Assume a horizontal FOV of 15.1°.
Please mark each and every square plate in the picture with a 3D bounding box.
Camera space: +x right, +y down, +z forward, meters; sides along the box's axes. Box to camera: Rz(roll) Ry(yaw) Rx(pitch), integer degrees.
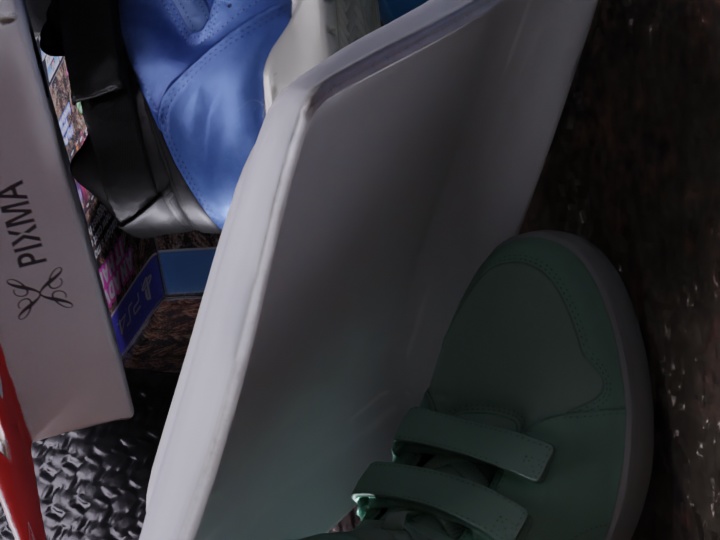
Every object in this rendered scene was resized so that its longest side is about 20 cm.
[{"bbox_3d":[0.000,0.000,0.785,0.028,0.198,0.201,28,122,16],"label":"square plate"}]

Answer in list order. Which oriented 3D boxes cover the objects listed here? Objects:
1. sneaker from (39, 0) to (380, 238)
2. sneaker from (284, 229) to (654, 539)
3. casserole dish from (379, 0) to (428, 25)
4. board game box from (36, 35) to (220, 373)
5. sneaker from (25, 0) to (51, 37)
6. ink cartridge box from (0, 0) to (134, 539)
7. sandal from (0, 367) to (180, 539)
[{"bbox_3d":[-0.051,-0.108,0.855,0.077,0.111,0.201,21,-116,-66],"label":"sneaker"},{"bbox_3d":[0.018,0.071,0.781,0.074,0.118,0.201,4,74,39],"label":"sneaker"},{"bbox_3d":[0.020,-0.163,0.897,0.200,0.039,0.121,-114,31,-41],"label":"casserole dish"},{"bbox_3d":[-0.071,-0.047,1.048,0.159,0.096,0.201,129,133,-57],"label":"board game box"},{"bbox_3d":[-0.158,-0.117,0.979,0.199,0.114,0.077,171,93,-65],"label":"sneaker"},{"bbox_3d":[-0.110,-0.009,0.866,0.200,0.045,0.177,80,174,-50],"label":"ink cartridge box"},{"bbox_3d":[-0.049,0.066,0.959,0.045,0.199,0.075,33,-131,-67],"label":"sandal"}]
